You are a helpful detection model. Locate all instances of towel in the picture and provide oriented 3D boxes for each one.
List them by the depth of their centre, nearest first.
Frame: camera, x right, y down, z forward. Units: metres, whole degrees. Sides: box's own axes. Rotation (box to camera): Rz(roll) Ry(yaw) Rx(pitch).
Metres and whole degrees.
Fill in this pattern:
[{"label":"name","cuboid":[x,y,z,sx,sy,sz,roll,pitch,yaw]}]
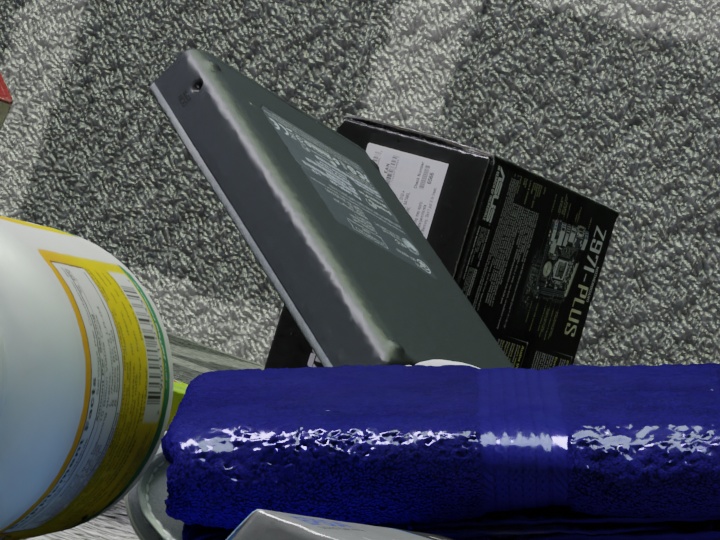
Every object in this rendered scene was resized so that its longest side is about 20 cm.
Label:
[{"label":"towel","cuboid":[0.038,0.063,0.961,0.199,0.050,0.148,0,6,2]}]

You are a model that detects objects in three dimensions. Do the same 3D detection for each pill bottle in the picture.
[{"label":"pill bottle","cuboid":[-0.134,0.035,0.952,0.113,0.113,0.200,18,0,9]}]

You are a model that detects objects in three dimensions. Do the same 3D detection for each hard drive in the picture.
[{"label":"hard drive","cuboid":[0.000,0.000,1.257,0.139,0.033,0.200,30,21,-49]}]

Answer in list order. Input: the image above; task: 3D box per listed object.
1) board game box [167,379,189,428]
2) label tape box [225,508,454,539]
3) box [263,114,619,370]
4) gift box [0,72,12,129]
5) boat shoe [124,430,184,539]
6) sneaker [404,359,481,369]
[{"label":"board game box","cuboid":[-0.162,0.060,1.459,0.200,0.048,0.101,18,-1,-41]},{"label":"label tape box","cuboid":[0.017,0.108,0.818,0.200,0.063,0.144,18,0,23]},{"label":"box","cuboid":[0.033,0.041,1.430,0.086,0.200,0.164,16,0,28]},{"label":"gift box","cuboid":[-0.271,-0.041,1.260,0.184,0.187,0.200,20,19,-19]},{"label":"boat shoe","cuboid":[-0.004,0.098,1.020,0.200,0.070,0.071,20,-2,25]},{"label":"sneaker","cuboid":[0.036,0.090,1.138,0.114,0.076,0.200,21,-22,-34]}]
